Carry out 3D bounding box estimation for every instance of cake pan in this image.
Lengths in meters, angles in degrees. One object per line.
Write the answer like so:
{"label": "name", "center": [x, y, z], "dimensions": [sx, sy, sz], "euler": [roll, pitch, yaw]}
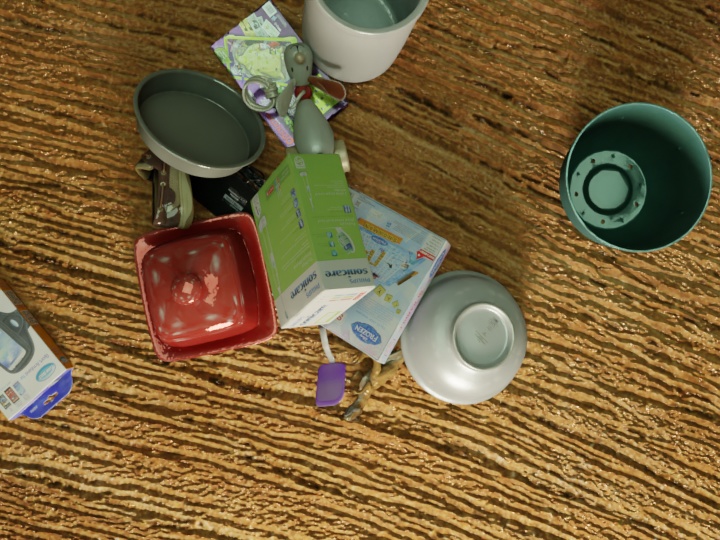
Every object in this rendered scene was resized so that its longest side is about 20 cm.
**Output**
{"label": "cake pan", "center": [-0.236, -0.211, 1.249], "dimensions": [0.199, 0.201, 0.037], "euler": [37, 132, 1]}

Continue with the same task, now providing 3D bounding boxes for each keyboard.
{"label": "keyboard", "center": [-0.181, -0.118, 1.314], "dimensions": [0.199, 0.040, 0.104], "euler": [39, 113, 0]}

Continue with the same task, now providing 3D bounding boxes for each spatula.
{"label": "spatula", "center": [-0.052, 0.102, 1.301], "dimensions": [0.056, 0.020, 0.203], "euler": [-10, 84, 36]}

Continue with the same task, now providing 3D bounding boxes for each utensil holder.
{"label": "utensil holder", "center": [0.001, -0.376, 1.213], "dimensions": [0.167, 0.200, 0.172], "euler": [1, 83, -7]}

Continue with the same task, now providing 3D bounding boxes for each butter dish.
{"label": "butter dish", "center": [-0.238, 0.025, 1.247], "dimensions": [0.197, 0.148, 0.203], "euler": [-12, 89, 3]}

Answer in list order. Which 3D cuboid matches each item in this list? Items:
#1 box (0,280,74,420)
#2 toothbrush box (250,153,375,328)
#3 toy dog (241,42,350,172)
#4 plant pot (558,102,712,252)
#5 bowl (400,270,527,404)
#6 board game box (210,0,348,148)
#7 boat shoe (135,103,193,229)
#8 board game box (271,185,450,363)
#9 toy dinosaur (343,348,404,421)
{"label": "box", "center": [-0.532, 0.129, 1.306], "dimensions": [0.119, 0.041, 0.200], "euler": [-41, 87, 0]}
{"label": "toothbrush box", "center": [-0.071, -0.040, 1.192], "dimensions": [0.085, 0.145, 0.202], "euler": [-3, 68, -31]}
{"label": "toy dog", "center": [-0.076, -0.221, 1.244], "dimensions": [0.131, 0.096, 0.201], "euler": [-33, 104, -3]}
{"label": "plant pot", "center": [0.376, -0.125, 1.235], "dimensions": [0.198, 0.161, 0.204], "euler": [0, 90, 1]}
{"label": "bowl", "center": [0.164, 0.097, 1.250], "dimensions": [0.198, 0.090, 0.204], "euler": [1, 86, -13]}
{"label": "board game box", "center": [-0.123, -0.296, 1.311], "dimensions": [0.120, 0.032, 0.201], "euler": [-37, 89, -3]}
{"label": "boat shoe", "center": [-0.296, -0.156, 1.268], "dimensions": [0.071, 0.072, 0.203], "euler": [-4, 75, -26]}
{"label": "board game box", "center": [0.000, 0.000, 1.267], "dimensions": [0.199, 0.041, 0.201], "euler": [31, 88, 21]}
{"label": "toy dinosaur", "center": [0.039, 0.141, 1.299], "dimensions": [0.200, 0.060, 0.106], "euler": [-41, 115, 3]}
